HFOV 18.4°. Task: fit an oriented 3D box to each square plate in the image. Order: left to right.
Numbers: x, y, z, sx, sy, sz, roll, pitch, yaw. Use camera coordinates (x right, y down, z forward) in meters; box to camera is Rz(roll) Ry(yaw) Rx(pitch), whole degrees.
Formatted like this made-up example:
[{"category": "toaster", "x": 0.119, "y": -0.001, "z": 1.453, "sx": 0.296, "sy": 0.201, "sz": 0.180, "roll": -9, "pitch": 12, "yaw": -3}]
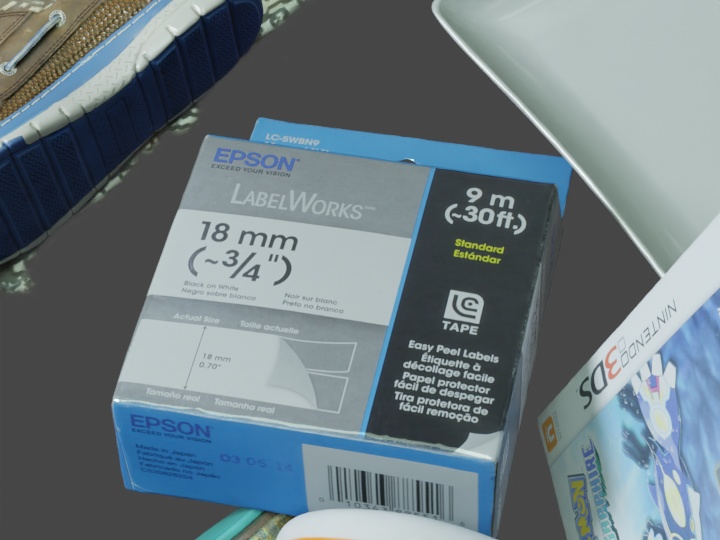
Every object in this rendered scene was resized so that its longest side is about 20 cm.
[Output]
[{"category": "square plate", "x": 0.164, "y": -0.085, "z": 0.923, "sx": 0.198, "sy": 0.028, "sz": 0.200, "roll": -32, "pitch": 67, "yaw": -15}]

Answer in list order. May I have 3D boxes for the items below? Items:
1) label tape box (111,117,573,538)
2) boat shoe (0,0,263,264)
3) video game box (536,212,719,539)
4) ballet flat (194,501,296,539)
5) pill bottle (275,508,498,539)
[{"category": "label tape box", "x": 0.000, "y": 0.000, "z": 0.867, "sx": 0.144, "sy": 0.063, "sz": 0.200, "roll": 8, "pitch": 51, "yaw": 9}, {"category": "boat shoe", "x": -0.137, "y": -0.071, "z": 0.946, "sx": 0.200, "sy": 0.072, "sz": 0.072, "roll": -38, "pitch": 63, "yaw": -20}, {"category": "video game box", "x": 0.131, "y": 0.104, "z": 0.774, "sx": 0.047, "sy": 0.182, "sz": 0.200, "roll": -5, "pitch": 65, "yaw": -18}, {"category": "ballet flat", "x": -0.096, "y": 0.162, "z": 0.846, "sx": 0.200, "sy": 0.071, "sz": 0.071, "roll": -33, "pitch": 67, "yaw": -8}, {"category": "pill bottle", "x": 0.003, "y": 0.195, "z": 0.789, "sx": 0.113, "sy": 0.113, "sz": 0.200, "roll": 10, "pitch": 69, "yaw": 11}]
